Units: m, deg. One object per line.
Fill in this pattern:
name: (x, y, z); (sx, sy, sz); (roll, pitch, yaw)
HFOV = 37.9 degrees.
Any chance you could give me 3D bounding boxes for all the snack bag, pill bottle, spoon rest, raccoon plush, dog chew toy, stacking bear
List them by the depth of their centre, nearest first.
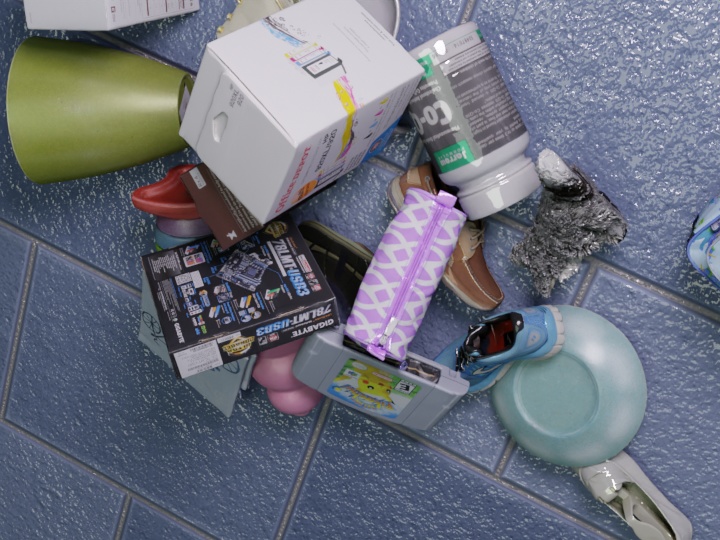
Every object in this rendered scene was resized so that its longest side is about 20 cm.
raccoon plush: (0.200, -0.056, 1.163); (0.134, 0.097, 0.200); (-42, 133, 17)
pill bottle: (0.121, -0.167, 1.181); (0.113, 0.113, 0.201); (-24, 98, 28)
spoon rest: (0.013, -0.252, 1.226); (0.099, 0.061, 0.201); (-7, 106, 27)
dog chew toy: (-0.099, 0.100, 1.371); (0.124, 0.125, 0.201); (-2, 115, 23)
stacking bear: (-0.219, -0.020, 1.386); (0.113, 0.121, 0.201); (15, 123, 25)
snack bag: (-0.220, 0.100, 1.392); (0.188, 0.021, 0.200); (39, 147, 11)

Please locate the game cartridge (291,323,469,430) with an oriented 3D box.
game cartridge: (0.019, 0.132, 1.279); (0.199, 0.041, 0.133); (23, 149, -5)

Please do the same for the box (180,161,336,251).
box: (-0.117, -0.108, 1.252); (0.075, 0.200, 0.100); (-26, 97, 31)

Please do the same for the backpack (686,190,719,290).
backpack: (0.460, -0.033, 1.071); (0.183, 0.147, 0.200); (44, 116, 0)

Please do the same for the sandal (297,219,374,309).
sandal: (0.000, -0.001, 1.330); (0.201, 0.057, 0.080); (41, 123, 21)

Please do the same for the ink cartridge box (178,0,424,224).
ink cartridge box: (-0.065, -0.178, 1.122); (0.145, 0.200, 0.147); (47, 144, 12)

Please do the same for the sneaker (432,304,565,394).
sneaker: (0.145, 0.088, 1.255); (0.200, 0.090, 0.079); (-35, 56, 42)

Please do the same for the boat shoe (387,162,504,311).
boat shoe: (0.113, -0.041, 1.255); (0.072, 0.076, 0.200); (-35, 94, 27)

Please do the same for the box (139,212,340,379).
box: (-0.147, 0.023, 1.248); (0.198, 0.200, 0.050); (-17, 128, -12)

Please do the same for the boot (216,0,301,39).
boot: (-0.123, -0.339, 1.245); (0.155, 0.072, 0.201); (-37, 79, 39)

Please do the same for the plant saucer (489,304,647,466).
plant saucer: (0.241, 0.144, 1.263); (0.200, 0.039, 0.202); (5, 100, 30)

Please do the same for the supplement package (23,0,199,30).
supplement package: (-0.293, -0.354, 1.237); (0.116, 0.200, 0.118); (5, 111, 21)

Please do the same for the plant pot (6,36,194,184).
plant pot: (-0.314, -0.204, 1.331); (0.199, 0.187, 0.188); (0, 109, 7)

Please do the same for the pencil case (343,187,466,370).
pencil case: (0.049, 0.006, 1.183); (0.084, 0.085, 0.201); (22, 89, 2)

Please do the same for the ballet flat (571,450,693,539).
ballet flat: (0.325, 0.277, 1.284); (0.200, 0.069, 0.069); (43, 119, 4)
